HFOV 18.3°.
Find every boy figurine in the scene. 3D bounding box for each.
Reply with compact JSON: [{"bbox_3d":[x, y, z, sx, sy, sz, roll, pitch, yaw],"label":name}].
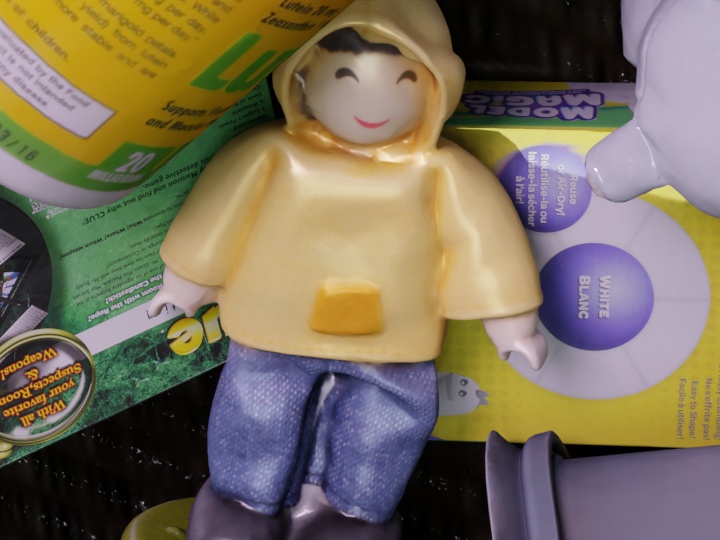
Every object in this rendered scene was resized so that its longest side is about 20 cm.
[{"bbox_3d":[0.000,0.000,0.682,0.124,0.064,0.201,13,116,2],"label":"boy figurine"}]

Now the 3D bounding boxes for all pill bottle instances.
[{"bbox_3d":[-0.035,-0.115,0.589,0.200,0.111,0.111,-38,105,27],"label":"pill bottle"}]

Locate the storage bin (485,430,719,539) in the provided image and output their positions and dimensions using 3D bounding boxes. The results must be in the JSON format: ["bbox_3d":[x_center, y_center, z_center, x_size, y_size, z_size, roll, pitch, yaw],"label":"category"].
[{"bbox_3d":[0.122,0.139,0.694,0.134,0.201,0.146,-12,155,12],"label":"storage bin"}]

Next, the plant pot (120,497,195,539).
[{"bbox_3d":[-0.042,0.189,0.767,0.199,0.200,0.194,17,103,-1],"label":"plant pot"}]

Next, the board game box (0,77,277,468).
[{"bbox_3d":[-0.110,0.009,0.689,0.199,0.023,0.105,-24,120,-21],"label":"board game box"}]

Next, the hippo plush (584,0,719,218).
[{"bbox_3d":[0.141,-0.091,0.619,0.158,0.200,0.161,-3,131,0],"label":"hippo plush"}]

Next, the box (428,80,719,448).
[{"bbox_3d":[0.087,-0.001,0.730,0.199,0.048,0.118,0,114,5],"label":"box"}]
